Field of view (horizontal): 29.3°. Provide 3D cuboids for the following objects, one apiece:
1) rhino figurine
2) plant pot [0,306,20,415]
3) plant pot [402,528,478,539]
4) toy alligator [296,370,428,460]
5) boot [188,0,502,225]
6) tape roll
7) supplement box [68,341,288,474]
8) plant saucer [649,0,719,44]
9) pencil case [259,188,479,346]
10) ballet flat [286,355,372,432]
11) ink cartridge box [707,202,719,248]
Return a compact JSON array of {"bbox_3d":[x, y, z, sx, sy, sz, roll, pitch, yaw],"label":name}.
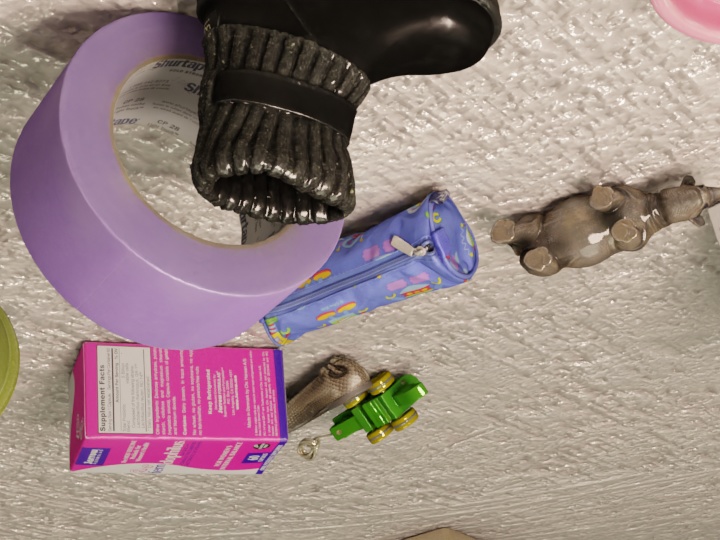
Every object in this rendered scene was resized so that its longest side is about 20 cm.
[{"bbox_3d":[0.213,-0.042,1.143,0.199,0.060,0.087,-16,171,15],"label":"rhino figurine"},{"bbox_3d":[-0.355,0.013,1.000,0.199,0.201,0.191,-2,140,-11],"label":"plant pot"},{"bbox_3d":[0.114,0.493,2.039,0.199,0.178,0.200,-23,149,27],"label":"plant pot"},{"bbox_3d":[0.008,0.152,1.487,0.200,0.059,0.054,-32,-175,39],"label":"toy alligator"},{"bbox_3d":[-0.005,-0.107,0.851,0.210,0.159,0.080,0,153,-14],"label":"boot"},{"bbox_3d":[-0.114,-0.057,0.875,0.199,0.201,0.085,11,149,-33],"label":"tape roll"},{"bbox_3d":[-0.181,0.136,1.349,0.199,0.104,0.101,4,152,-18],"label":"supplement box"},{"bbox_3d":[0.267,-0.214,0.832,0.199,0.051,0.201,-5,153,-3],"label":"plant saucer"},{"bbox_3d":[0.000,0.000,1.149,0.199,0.078,0.087,-20,180,23],"label":"pencil case"},{"bbox_3d":[-0.057,0.135,1.450,0.067,0.047,0.200,-27,176,-40],"label":"ballet flat"},{"bbox_3d":[0.390,0.036,1.191,0.083,0.201,0.146,-27,148,28],"label":"ink cartridge box"}]
